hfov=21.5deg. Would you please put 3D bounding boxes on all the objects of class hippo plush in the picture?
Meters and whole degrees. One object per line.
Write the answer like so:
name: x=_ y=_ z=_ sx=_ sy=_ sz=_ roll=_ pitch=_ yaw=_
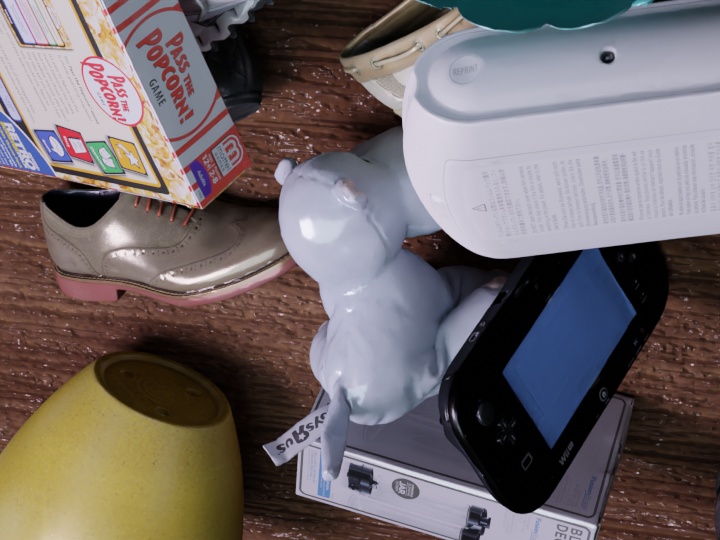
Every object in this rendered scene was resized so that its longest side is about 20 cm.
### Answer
hippo plush: x=0.000 y=0.000 z=1.146 sx=0.159 sy=0.199 sz=0.162 roll=6 pitch=121 yaw=63

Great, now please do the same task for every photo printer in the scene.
photo printer: x=0.123 y=-0.072 z=1.015 sx=0.198 sy=0.070 sz=0.167 roll=-7 pitch=153 yaw=9

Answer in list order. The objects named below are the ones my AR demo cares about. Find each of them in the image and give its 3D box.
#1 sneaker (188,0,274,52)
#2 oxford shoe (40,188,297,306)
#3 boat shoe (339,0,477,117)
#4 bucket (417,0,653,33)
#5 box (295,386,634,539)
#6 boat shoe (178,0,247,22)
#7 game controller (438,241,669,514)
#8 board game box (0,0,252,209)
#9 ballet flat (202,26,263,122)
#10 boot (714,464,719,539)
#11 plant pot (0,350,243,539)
sneaker: x=-0.126 y=-0.164 z=1.096 sx=0.199 sy=0.067 sz=0.091 roll=-18 pitch=124 yaw=37
oxford shoe: x=-0.124 y=-0.025 z=1.225 sx=0.198 sy=0.071 sz=0.075 roll=-5 pitch=124 yaw=25
boat shoe: x=0.059 y=-0.152 z=1.027 sx=0.063 sy=0.074 sz=0.201 roll=31 pitch=143 yaw=-13
bucket: x=0.087 y=-0.219 z=0.865 sx=0.205 sy=0.135 sz=0.209 roll=7 pitch=110 yaw=19
box: x=0.069 y=0.115 z=1.239 sx=0.198 sy=0.117 sz=0.060 roll=14 pitch=135 yaw=9
boat shoe: x=-0.065 y=-0.173 z=0.996 sx=0.200 sy=0.086 sz=0.075 roll=1 pitch=87 yaw=23
game controller: x=0.116 y=0.041 z=1.095 sx=0.042 sy=0.200 sz=0.105 roll=-10 pitch=127 yaw=52
board game box: x=-0.167 y=-0.119 z=1.070 sx=0.199 sy=0.046 sz=0.152 roll=14 pitch=137 yaw=44
ballet flat: x=-0.138 y=-0.101 z=1.183 sx=0.199 sy=0.066 sz=0.057 roll=-18 pitch=82 yaw=34
boot: x=0.273 y=0.169 z=1.158 sx=0.069 sy=0.175 sz=0.200 roll=37 pitch=135 yaw=-13
plant pot: x=-0.161 y=0.143 z=1.331 sx=0.199 sy=0.200 sz=0.143 roll=23 pitch=110 yaw=1
